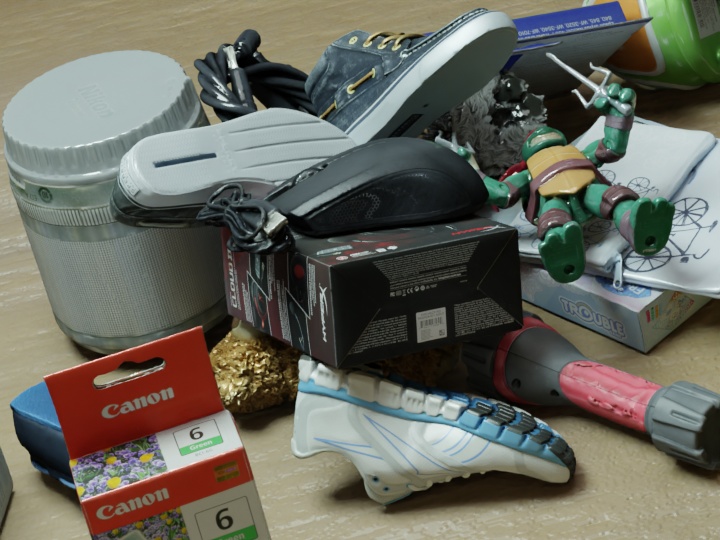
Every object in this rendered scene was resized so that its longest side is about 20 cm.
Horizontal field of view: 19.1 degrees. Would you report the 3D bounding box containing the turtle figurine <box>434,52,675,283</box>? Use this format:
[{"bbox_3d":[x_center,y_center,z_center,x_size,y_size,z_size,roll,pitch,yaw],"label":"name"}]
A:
[{"bbox_3d":[0.146,-0.072,1.552,0.149,0.101,0.200,-33,37,5],"label":"turtle figurine"}]

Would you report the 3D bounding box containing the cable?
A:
[{"bbox_3d":[-0.045,-0.104,1.680,0.051,0.200,0.163,-40,1,20],"label":"cable"}]

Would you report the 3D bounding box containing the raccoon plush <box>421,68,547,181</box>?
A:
[{"bbox_3d":[0.062,-0.084,1.701,0.200,0.097,0.134,-35,1,-25],"label":"raccoon plush"}]

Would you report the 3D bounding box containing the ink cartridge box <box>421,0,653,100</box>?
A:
[{"bbox_3d":[0.113,-0.175,1.752,0.196,0.047,0.200,-11,-13,-16],"label":"ink cartridge box"}]

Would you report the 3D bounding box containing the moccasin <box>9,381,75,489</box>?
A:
[{"bbox_3d":[-0.163,0.135,1.498,0.080,0.069,0.200,-27,36,-34],"label":"moccasin"}]

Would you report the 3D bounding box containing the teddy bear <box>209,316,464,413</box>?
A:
[{"bbox_3d":[-0.018,0.052,1.569,0.199,0.067,0.145,-1,32,17],"label":"teddy bear"}]

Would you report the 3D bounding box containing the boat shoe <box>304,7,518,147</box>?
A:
[{"bbox_3d":[0.030,-0.155,1.601,0.071,0.200,0.091,-1,60,-46],"label":"boat shoe"}]

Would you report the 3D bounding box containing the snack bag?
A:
[{"bbox_3d":[0.225,-0.050,1.598,0.199,0.021,0.189,13,43,34],"label":"snack bag"}]

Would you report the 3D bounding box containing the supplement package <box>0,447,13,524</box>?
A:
[{"bbox_3d":[-0.343,0.160,1.440,0.150,0.152,0.200,-7,33,10],"label":"supplement package"}]

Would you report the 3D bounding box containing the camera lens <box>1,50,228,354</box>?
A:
[{"bbox_3d":[-0.180,-0.047,1.650,0.159,0.201,0.160,-10,33,6],"label":"camera lens"}]

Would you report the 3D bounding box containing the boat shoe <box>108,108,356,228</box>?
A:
[{"bbox_3d":[-0.095,-0.071,1.562,0.199,0.071,0.072,-4,68,-32],"label":"boat shoe"}]

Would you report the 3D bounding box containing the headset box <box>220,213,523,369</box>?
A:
[{"bbox_3d":[0.000,0.000,1.502,0.148,0.076,0.200,-11,16,-25],"label":"headset box"}]

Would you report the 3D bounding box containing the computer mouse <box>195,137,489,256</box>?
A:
[{"bbox_3d":[-0.006,-0.059,1.471,0.199,0.053,0.138,-9,14,-19],"label":"computer mouse"}]

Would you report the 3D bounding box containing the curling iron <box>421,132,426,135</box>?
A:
[{"bbox_3d":[0.019,-0.059,1.758,0.049,0.026,0.200,-3,35,21],"label":"curling iron"}]

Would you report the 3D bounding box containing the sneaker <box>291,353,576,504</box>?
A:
[{"bbox_3d":[0.046,0.122,1.451,0.199,0.087,0.075,16,6,7],"label":"sneaker"}]

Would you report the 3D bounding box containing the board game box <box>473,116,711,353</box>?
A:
[{"bbox_3d":[0.206,-0.035,1.642,0.199,0.044,0.200,-34,39,-28],"label":"board game box"}]

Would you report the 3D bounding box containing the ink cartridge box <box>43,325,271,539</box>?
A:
[{"bbox_3d":[-0.121,0.142,1.345,0.108,0.201,0.050,-18,33,-8],"label":"ink cartridge box"}]

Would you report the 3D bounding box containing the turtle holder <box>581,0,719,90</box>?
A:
[{"bbox_3d":[0.269,-0.233,1.834,0.131,0.141,0.186,-12,38,34],"label":"turtle holder"}]

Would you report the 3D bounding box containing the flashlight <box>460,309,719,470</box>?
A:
[{"bbox_3d":[0.162,0.080,1.463,0.199,0.068,0.068,20,44,41],"label":"flashlight"}]
